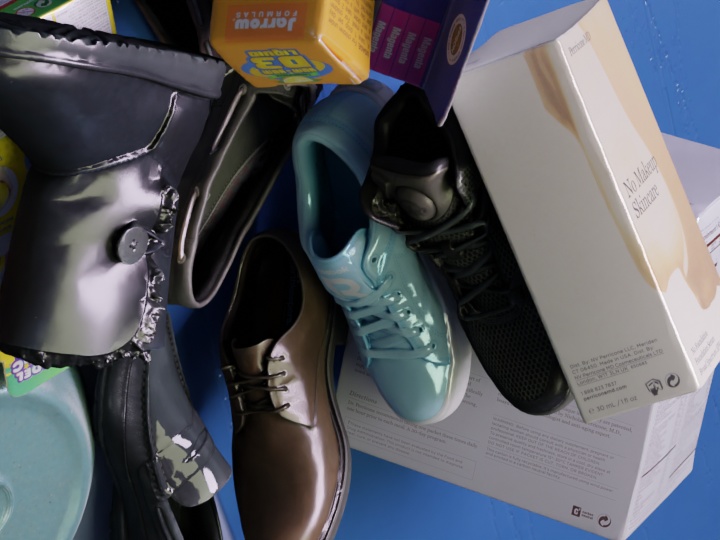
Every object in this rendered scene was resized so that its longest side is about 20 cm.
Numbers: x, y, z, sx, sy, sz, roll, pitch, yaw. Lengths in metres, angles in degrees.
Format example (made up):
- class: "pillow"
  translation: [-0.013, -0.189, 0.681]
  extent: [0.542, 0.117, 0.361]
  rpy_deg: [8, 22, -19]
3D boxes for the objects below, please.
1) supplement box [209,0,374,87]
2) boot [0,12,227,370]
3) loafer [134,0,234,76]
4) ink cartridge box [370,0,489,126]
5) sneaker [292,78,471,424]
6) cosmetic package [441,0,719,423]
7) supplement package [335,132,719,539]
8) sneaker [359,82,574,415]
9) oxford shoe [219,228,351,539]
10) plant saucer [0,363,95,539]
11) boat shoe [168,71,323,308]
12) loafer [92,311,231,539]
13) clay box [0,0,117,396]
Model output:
- class: "supplement box"
  translation: [-0.027, -0.197, 1.532]
  extent: [0.069, 0.066, 0.201]
  rpy_deg: [36, 56, -65]
- class: "boot"
  translation: [-0.149, -0.036, 1.468]
  extent: [0.200, 0.076, 0.169]
  rpy_deg: [7, 98, -56]
- class: "loafer"
  translation: [-0.104, -0.159, 1.539]
  extent: [0.063, 0.072, 0.200]
  rpy_deg: [-52, 143, -6]
- class: "ink cartridge box"
  translation: [0.037, -0.207, 1.550]
  extent: [0.043, 0.200, 0.197]
  rpy_deg: [11, 117, -15]
- class: "sneaker"
  translation: [0.000, 0.000, 1.654]
  extent: [0.082, 0.074, 0.201]
  rpy_deg: [-33, 110, -50]
- class: "cosmetic package"
  translation: [0.124, -0.034, 1.582]
  extent: [0.201, 0.071, 0.105]
  rpy_deg: [66, 25, -11]
- class: "supplement package"
  translation: [0.108, 0.018, 1.747]
  extent: [0.147, 0.191, 0.201]
  rpy_deg: [-33, 138, -63]
- class: "sneaker"
  translation: [0.056, -0.012, 1.609]
  extent: [0.114, 0.076, 0.200]
  rpy_deg: [-20, 97, -56]
- class: "oxford shoe"
  translation: [-0.052, 0.073, 1.679]
  extent: [0.084, 0.072, 0.201]
  rpy_deg: [26, 58, -60]
- class: "plant saucer"
  translation: [-0.211, 0.123, 1.606]
  extent: [0.200, 0.036, 0.201]
  rpy_deg: [-25, 128, -37]
- class: "boat shoe"
  translation: [-0.060, -0.068, 1.646]
  extent: [0.067, 0.057, 0.200]
  rpy_deg: [36, 84, -51]
- class: "loafer"
  translation: [-0.105, 0.103, 1.672]
  extent: [0.068, 0.070, 0.201]
  rpy_deg: [-59, 153, -51]
- class: "clay box"
  translation: [-0.168, -0.044, 1.544]
  extent: [0.115, 0.048, 0.201]
  rpy_deg: [-32, 131, -33]
